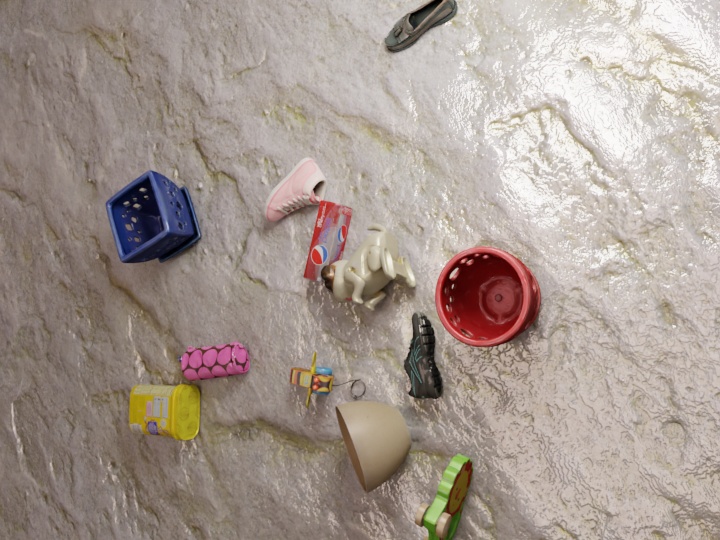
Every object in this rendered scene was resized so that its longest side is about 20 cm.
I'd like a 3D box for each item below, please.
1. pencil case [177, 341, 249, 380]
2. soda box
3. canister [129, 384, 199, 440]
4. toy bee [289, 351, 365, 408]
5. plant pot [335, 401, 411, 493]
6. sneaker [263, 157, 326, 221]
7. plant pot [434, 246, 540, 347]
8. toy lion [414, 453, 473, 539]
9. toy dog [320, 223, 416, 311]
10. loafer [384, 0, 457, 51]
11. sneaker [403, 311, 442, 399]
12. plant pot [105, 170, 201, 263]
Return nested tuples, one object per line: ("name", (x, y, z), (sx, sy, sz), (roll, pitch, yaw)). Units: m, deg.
("pencil case", (-0.395, 0.244, 1.762), (0.198, 0.091, 0.095), (-10, 67, 25))
("soda box", (-0.081, -0.070, 1.634), (0.069, 0.063, 0.203), (14, 91, 28))
("canister", (-0.557, 0.395, 1.832), (0.198, 0.086, 0.151), (-3, 83, 29))
("toy bee", (-0.104, 0.264, 1.589), (0.198, 0.108, 0.133), (-17, 75, 26))
("plant pot", (0.038, 0.381, 1.473), (0.133, 0.201, 0.202), (-19, 73, -12))
("sneaker", (-0.165, -0.188, 1.683), (0.201, 0.075, 0.105), (-48, 61, 11))
("plant pot", (0.277, 0.059, 1.360), (0.198, 0.182, 0.203), (-3, 83, 28))
("toy lion", (0.189, 0.502, 1.384), (0.068, 0.192, 0.202), (17, 133, 28))
("toy dog", (0.000, 0.000, 1.543), (0.199, 0.139, 0.196), (-28, 72, 25))
("loafer", (0.136, -0.608, 1.570), (0.198, 0.063, 0.073), (-26, 73, 24))
("sneaker", (0.132, 0.196, 1.487), (0.078, 0.075, 0.203), (-13, 79, 29))
("plant pot", (-0.574, -0.139, 1.840), (0.199, 0.179, 0.202), (-28, 73, 22))
